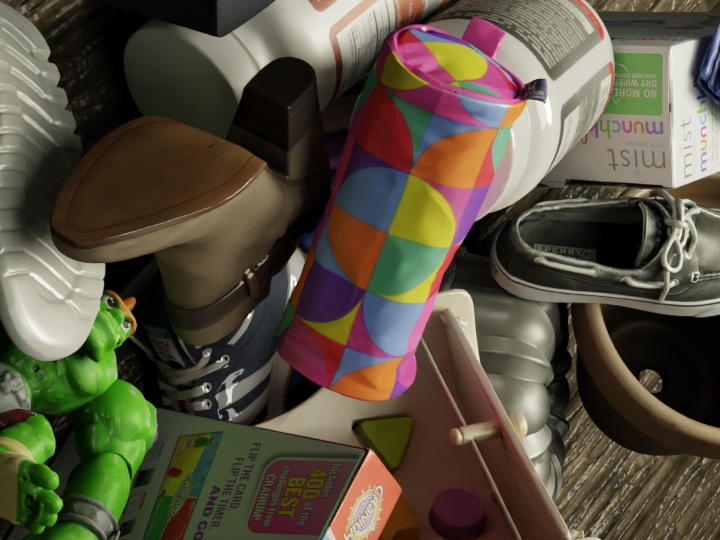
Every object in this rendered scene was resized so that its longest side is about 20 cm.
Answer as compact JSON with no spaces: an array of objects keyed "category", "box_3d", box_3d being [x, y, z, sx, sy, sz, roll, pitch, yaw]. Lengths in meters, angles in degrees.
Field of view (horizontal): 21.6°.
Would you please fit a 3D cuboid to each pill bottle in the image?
[{"category":"pill bottle","box_3d":[0.071,-0.099,1.095,0.200,0.114,0.114,-41,129,-62]},{"category":"pill bottle","box_3d":[-0.038,-0.150,1.072,0.200,0.112,0.112,-43,128,-36]}]

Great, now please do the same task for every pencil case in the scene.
[{"category":"pencil case","box_3d":[0.022,-0.030,0.978,0.088,0.088,0.200,-13,134,-51]}]

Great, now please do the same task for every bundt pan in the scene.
[{"category":"bundt pan","box_3d":[0.098,0.085,1.262,0.202,0.076,0.202,1,90,-77]}]

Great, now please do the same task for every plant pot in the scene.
[{"category":"plant pot","box_3d":[0.225,0.051,1.309,0.200,0.200,0.175,-62,180,-25]}]

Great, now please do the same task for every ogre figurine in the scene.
[{"category":"ogre figurine","box_3d":[-0.173,0.053,0.946,0.098,0.200,0.120,-52,175,37]}]

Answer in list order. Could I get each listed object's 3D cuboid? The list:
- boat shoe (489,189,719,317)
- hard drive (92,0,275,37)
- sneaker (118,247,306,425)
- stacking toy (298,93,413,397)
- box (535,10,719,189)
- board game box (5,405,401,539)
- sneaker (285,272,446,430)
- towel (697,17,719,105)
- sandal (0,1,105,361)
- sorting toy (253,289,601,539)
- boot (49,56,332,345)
[{"category":"boat shoe","box_3d":[0.184,-0.018,1.198,0.068,0.199,0.074,115,-21,-66]},{"category":"hard drive","box_3d":[-0.068,-0.200,1.014,0.200,0.135,0.042,-51,148,-37]},{"category":"sneaker","box_3d":[-0.092,0.075,1.078,0.108,0.070,0.201,12,86,-52]},{"category":"stacking toy","box_3d":[0.000,0.000,1.126,0.085,0.085,0.200,-6,82,-52]},{"category":"box","box_3d":[0.164,-0.117,1.275,0.176,0.200,0.097,-18,110,-49]},{"category":"board game box","box_3d":[-0.096,0.150,0.978,0.040,0.200,0.153,53,56,-42]},{"category":"sneaker","box_3d":[0.020,0.051,1.214,0.200,0.078,0.070,-51,133,-34]},{"category":"towel","box_3d":[0.281,-0.141,1.247,0.200,0.024,0.145,37,65,-51]},{"category":"sandal","box_3d":[-0.171,-0.040,0.928,0.082,0.050,0.203,30,41,-49]},{"category":"sorting toy","box_3d":[0.009,0.128,1.024,0.180,0.200,0.107,-13,134,-12]},{"category":"boot","box_3d":[-0.082,-0.017,0.957,0.200,0.070,0.146,-36,152,-37]}]
